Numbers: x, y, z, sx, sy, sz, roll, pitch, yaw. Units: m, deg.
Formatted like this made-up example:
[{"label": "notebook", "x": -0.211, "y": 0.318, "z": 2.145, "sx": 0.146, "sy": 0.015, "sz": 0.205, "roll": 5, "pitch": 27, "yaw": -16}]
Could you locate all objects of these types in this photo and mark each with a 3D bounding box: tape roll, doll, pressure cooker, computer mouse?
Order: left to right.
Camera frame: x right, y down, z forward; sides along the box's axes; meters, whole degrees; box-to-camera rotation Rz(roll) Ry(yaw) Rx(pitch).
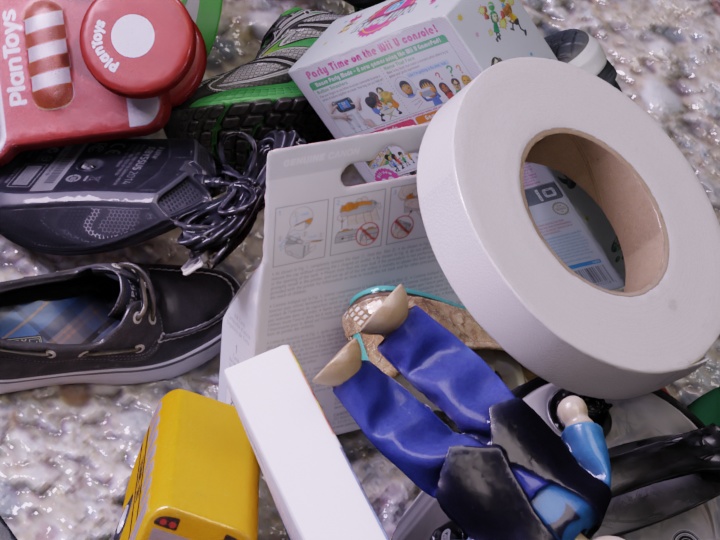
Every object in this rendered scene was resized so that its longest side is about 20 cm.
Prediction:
[{"label": "computer mouse", "x": -0.139, "y": -0.037, "z": 1.617, "sx": 0.200, "sy": 0.053, "sz": 0.139, "roll": 4, "pitch": 32, "yaw": 22}, {"label": "doll", "x": 0.066, "y": 0.105, "z": 1.428, "sx": 0.200, "sy": 0.048, "sz": 0.136, "roll": 42, "pitch": 67, "yaw": 1}, {"label": "pressure cooker", "x": 0.118, "y": 0.153, "z": 1.549, "sx": 0.179, "sy": 0.200, "sz": 0.176, "roll": 28, "pitch": 53, "yaw": -5}, {"label": "tape roll", "x": 0.121, "y": -0.024, "z": 1.532, "sx": 0.203, "sy": 0.037, "sz": 0.203, "roll": 23, "pitch": 49, "yaw": -29}]

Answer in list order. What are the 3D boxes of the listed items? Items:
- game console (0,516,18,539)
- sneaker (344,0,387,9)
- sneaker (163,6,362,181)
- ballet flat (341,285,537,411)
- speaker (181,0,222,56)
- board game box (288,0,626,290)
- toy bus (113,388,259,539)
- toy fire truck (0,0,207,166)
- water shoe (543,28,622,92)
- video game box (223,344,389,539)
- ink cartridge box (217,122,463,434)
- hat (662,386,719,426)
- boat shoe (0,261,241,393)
[{"label": "game console", "x": -0.206, "y": 0.219, "z": 1.424, "sx": 0.171, "sy": 0.118, "sz": 0.200, "roll": -31, "pitch": 75, "yaw": -25}, {"label": "sneaker", "x": -0.055, "y": -0.212, "z": 1.762, "sx": 0.112, "sy": 0.073, "sz": 0.200, "roll": -10, "pitch": 31, "yaw": -23}, {"label": "sneaker", "x": -0.048, "y": -0.116, "z": 1.739, "sx": 0.200, "sy": 0.078, "sz": 0.085, "roll": -20, "pitch": 61, "yaw": -40}, {"label": "ballet flat", "x": 0.075, "y": 0.057, "z": 1.608, "sx": 0.200, "sy": 0.071, "sz": 0.065, "roll": 8, "pitch": 64, "yaw": -31}, {"label": "speaker", "x": -0.190, "y": -0.177, "z": 1.705, "sx": 0.200, "sy": 0.088, "sz": 0.089, "roll": 8, "pitch": 57, "yaw": -17}, {"label": "board game box", "x": 0.071, "y": -0.073, "z": 1.661, "sx": 0.200, "sy": 0.147, "sz": 0.064, "roll": 54, "pitch": 51, "yaw": -18}, {"label": "toy bus", "x": -0.094, "y": 0.143, "z": 1.501, "sx": 0.065, "sy": 0.078, "sz": 0.200, "roll": 21, "pitch": 19, "yaw": -9}, {"label": "toy fire truck", "x": -0.182, "y": -0.166, "z": 1.615, "sx": 0.168, "sy": 0.112, "sz": 0.200, "roll": -8, "pitch": 89, "yaw": 0}, {"label": "water shoe", "x": 0.108, "y": -0.102, "z": 1.735, "sx": 0.071, "sy": 0.200, "sz": 0.079, "roll": -35, "pitch": 102, "yaw": -11}, {"label": "video game box", "x": -0.003, "y": 0.167, "z": 1.465, "sx": 0.047, "sy": 0.182, "sz": 0.200, "roll": -22, "pitch": 40, "yaw": -7}, {"label": "ink cartridge box", "x": 0.000, "y": 0.000, "z": 1.605, "sx": 0.160, "sy": 0.200, "sz": 0.047, "roll": -11, "pitch": 32, "yaw": -27}, {"label": "hat", "x": 0.197, "y": 0.124, "z": 1.709, "sx": 0.166, "sy": 0.176, "sz": 0.200, "roll": 39, "pitch": 52, "yaw": -44}, {"label": "boat shoe", "x": -0.153, "y": 0.023, "z": 1.604, "sx": 0.200, "sy": 0.066, "sz": 0.070, "roll": -6, "pitch": 62, "yaw": -25}]
